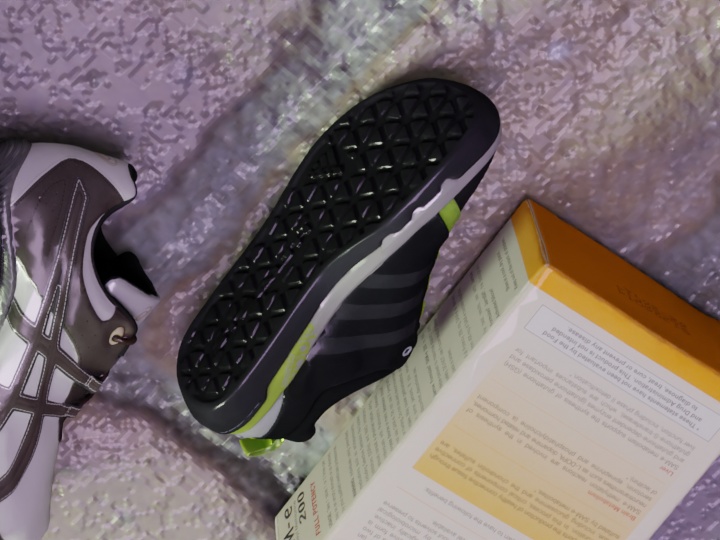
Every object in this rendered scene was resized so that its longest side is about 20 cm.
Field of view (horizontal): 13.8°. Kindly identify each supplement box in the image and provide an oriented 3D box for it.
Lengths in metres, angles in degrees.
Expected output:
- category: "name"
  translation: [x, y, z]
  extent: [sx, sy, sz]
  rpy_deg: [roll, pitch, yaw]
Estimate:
- category: "supplement box"
  translation: [0.068, 0.086, 1.339]
  extent: [0.126, 0.074, 0.200]
  rpy_deg: [32, 109, -19]

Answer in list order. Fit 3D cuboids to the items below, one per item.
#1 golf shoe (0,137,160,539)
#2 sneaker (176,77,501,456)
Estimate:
- category: "golf shoe"
  translation: [-0.133, 0.038, 1.296]
  extent: [0.094, 0.078, 0.200]
  rpy_deg: [-2, 118, -6]
- category: "sneaker"
  translation: [0.000, 0.000, 1.307]
  extent: [0.083, 0.072, 0.200]
  rpy_deg: [26, 114, -42]
